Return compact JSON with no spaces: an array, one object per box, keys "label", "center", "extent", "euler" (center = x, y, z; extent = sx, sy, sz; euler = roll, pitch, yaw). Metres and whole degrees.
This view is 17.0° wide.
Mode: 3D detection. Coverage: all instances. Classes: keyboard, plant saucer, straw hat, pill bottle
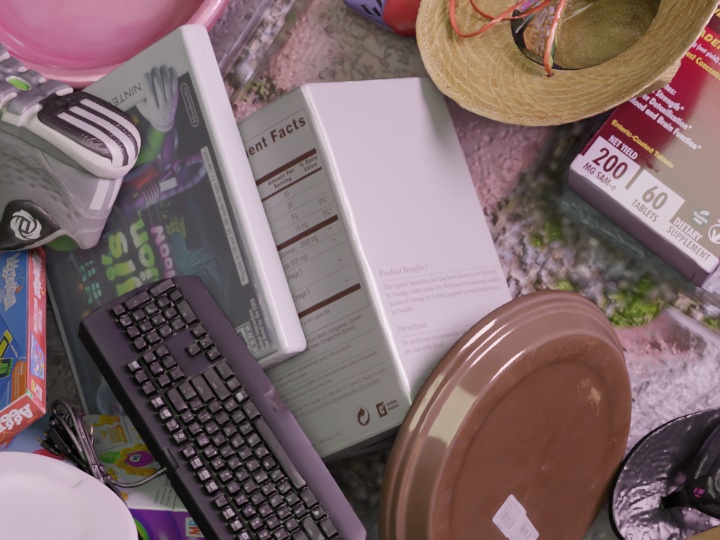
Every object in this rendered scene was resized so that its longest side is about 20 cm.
[{"label":"keyboard","center":[-0.097,0.102,1.328],"extent":[0.127,0.021,0.200],"euler":[-31,69,-11]},{"label":"plant saucer","center":[0.090,0.108,1.371],"extent":[0.029,0.200,0.200],"euler":[28,82,38]},{"label":"straw hat","center":[0.139,-0.142,1.415],"extent":[0.201,0.085,0.201],"euler":[-17,51,22]},{"label":"plant saucer","center":[-0.169,-0.203,1.493],"extent":[0.200,0.051,0.201],"euler":[-1,76,2]},{"label":"pill bottle","center":[-0.198,0.208,1.304],"extent":[0.114,0.114,0.200],"euler":[23,119,6]}]

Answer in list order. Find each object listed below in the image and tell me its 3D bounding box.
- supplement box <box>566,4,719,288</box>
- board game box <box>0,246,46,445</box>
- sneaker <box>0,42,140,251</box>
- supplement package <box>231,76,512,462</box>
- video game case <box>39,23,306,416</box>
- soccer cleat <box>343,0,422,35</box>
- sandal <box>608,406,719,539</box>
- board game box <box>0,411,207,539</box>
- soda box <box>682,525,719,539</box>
[{"label":"supplement box","center":[0.227,-0.102,1.460],"extent":[0.109,0.061,0.200],"euler":[37,83,9]},{"label":"board game box","center":[-0.225,0.056,1.386],"extent":[0.103,0.200,0.019],"euler":[-35,115,11]},{"label":"sneaker","center":[-0.229,-0.073,1.431],"extent":[0.200,0.075,0.116],"euler":[31,123,20]},{"label":"supplement package","center":[0.000,0.000,1.404],"extent":[0.117,0.117,0.200],"euler":[-27,77,43]},{"label":"video game case","center":[-0.126,-0.018,1.423],"extent":[0.182,0.023,0.200],"euler":[-27,78,42]},{"label":"soccer cleat","center":[0.051,-0.241,1.490],"extent":[0.076,0.067,0.200],"euler":[17,85,9]},{"label":"sandal","center":[0.239,0.108,1.418],"extent":[0.200,0.048,0.075],"euler":[-19,87,-10]},{"label":"board game box","center":[-0.174,0.151,1.397],"extent":[0.199,0.105,0.103],"euler":[3,116,3]},{"label":"soda box","center":[0.245,0.240,1.366],"extent":[0.064,0.068,0.200],"euler":[-18,98,-25]}]
